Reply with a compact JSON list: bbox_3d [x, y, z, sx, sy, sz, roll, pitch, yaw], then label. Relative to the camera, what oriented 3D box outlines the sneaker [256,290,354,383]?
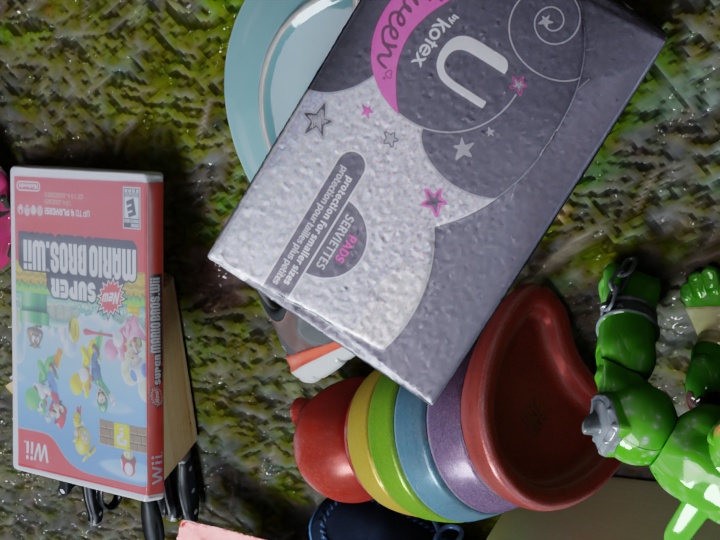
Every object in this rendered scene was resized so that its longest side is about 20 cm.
[{"bbox_3d":[0.000,0.000,1.060,0.082,0.077,0.200,53,136,-4],"label":"sneaker"}]

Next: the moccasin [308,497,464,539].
[{"bbox_3d":[0.061,0.202,1.190,0.199,0.081,0.068,30,171,-7],"label":"moccasin"}]

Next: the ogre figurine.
[{"bbox_3d":[0.199,0.082,0.952,0.200,0.120,0.098,44,139,-6],"label":"ogre figurine"}]

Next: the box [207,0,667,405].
[{"bbox_3d":[0.037,-0.062,0.868,0.132,0.115,0.201,33,101,1],"label":"box"}]

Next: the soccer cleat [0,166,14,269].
[{"bbox_3d":[-0.275,-0.080,1.202,0.200,0.070,0.087,74,171,-51],"label":"soccer cleat"}]

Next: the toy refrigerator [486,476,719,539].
[{"bbox_3d":[0.181,0.175,1.082,0.199,0.076,0.070,2,127,34],"label":"toy refrigerator"}]

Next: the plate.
[{"bbox_3d":[0.011,-0.083,0.962,0.199,0.026,0.201,8,110,24],"label":"plate"}]

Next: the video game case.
[{"bbox_3d":[-0.174,0.036,1.164,0.143,0.017,0.201,5,98,44],"label":"video game case"}]

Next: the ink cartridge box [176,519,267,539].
[{"bbox_3d":[-0.046,0.272,1.276,0.199,0.050,0.163,13,111,2],"label":"ink cartridge box"}]

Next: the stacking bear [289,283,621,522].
[{"bbox_3d":[0.039,0.095,1.094,0.199,0.114,0.122,-14,117,47],"label":"stacking bear"}]

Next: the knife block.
[{"bbox_3d":[-0.149,0.108,1.269,0.176,0.064,0.200,48,138,-11],"label":"knife block"}]

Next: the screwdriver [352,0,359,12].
[{"bbox_3d":[0.001,-0.196,0.888,0.028,0.029,0.201,4,116,2],"label":"screwdriver"}]
